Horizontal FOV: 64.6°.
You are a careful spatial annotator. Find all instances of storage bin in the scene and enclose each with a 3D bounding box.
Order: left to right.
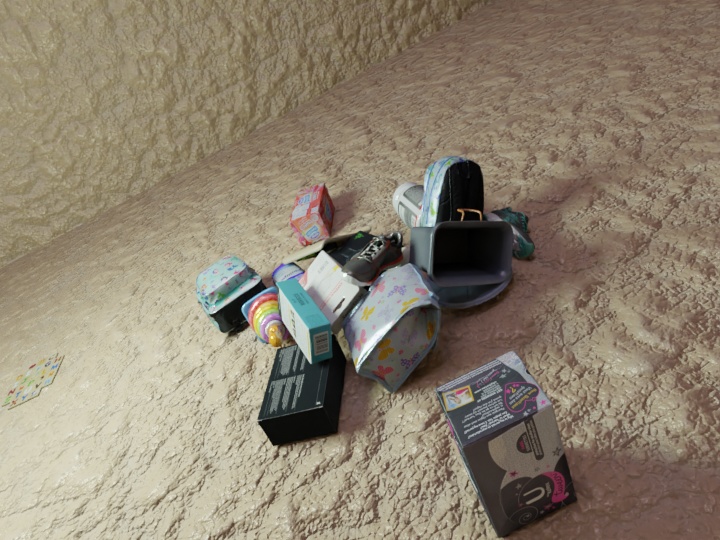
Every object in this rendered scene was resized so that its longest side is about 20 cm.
[{"bbox_3d":[0.197,-0.054,1.185,0.195,0.150,0.134,-3,11,-26],"label":"storage bin"}]

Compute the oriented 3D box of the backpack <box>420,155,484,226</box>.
[{"bbox_3d":[0.215,-0.164,1.331,0.159,0.205,0.154,-5,29,-19],"label":"backpack"}]

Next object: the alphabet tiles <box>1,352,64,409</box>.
[{"bbox_3d":[-0.972,0.324,1.694,0.163,0.006,0.201,-25,30,2],"label":"alphabet tiles"}]

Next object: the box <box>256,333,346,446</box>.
[{"bbox_3d":[-0.110,0.233,1.133,0.138,0.080,0.202,-17,31,16],"label":"box"}]

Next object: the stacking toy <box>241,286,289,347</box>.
[{"bbox_3d":[-0.197,0.125,1.289,0.108,0.118,0.200,-30,18,-5],"label":"stacking toy"}]

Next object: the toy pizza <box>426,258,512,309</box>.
[{"bbox_3d":[0.237,0.023,1.248,0.195,0.032,0.202,-18,31,11],"label":"toy pizza"}]

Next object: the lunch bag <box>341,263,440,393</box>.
[{"bbox_3d":[0.072,0.102,1.109,0.202,0.126,0.170,-53,26,13],"label":"lunch bag"}]

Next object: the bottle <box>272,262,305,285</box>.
[{"bbox_3d":[-0.164,0.041,1.477,0.082,0.066,0.199,-31,31,-14],"label":"bottle"}]

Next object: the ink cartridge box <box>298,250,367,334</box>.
[{"bbox_3d":[-0.060,0.054,1.234,0.117,0.067,0.200,-50,36,3],"label":"ink cartridge box"}]

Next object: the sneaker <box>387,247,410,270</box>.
[{"bbox_3d":[0.088,0.053,1.280,0.074,0.084,0.204,-4,58,61],"label":"sneaker"}]

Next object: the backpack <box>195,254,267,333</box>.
[{"bbox_3d":[-0.352,0.053,1.527,0.176,0.153,0.199,-35,27,-15],"label":"backpack"}]

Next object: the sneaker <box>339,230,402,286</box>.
[{"bbox_3d":[0.025,-0.035,1.192,0.076,0.084,0.199,25,34,24],"label":"sneaker"}]

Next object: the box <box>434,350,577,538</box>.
[{"bbox_3d":[0.201,0.239,0.776,0.129,0.203,0.115,-24,32,0],"label":"box"}]

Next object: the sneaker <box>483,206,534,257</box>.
[{"bbox_3d":[0.354,-0.100,1.311,0.089,0.079,0.201,-23,32,-5],"label":"sneaker"}]

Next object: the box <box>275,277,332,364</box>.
[{"bbox_3d":[-0.118,0.099,1.169,0.048,0.084,0.200,-13,31,-22],"label":"box"}]

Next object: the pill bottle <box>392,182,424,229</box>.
[{"bbox_3d":[0.162,-0.157,1.495,0.112,0.116,0.201,-27,30,-5],"label":"pill bottle"}]

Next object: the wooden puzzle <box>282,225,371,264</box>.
[{"bbox_3d":[-0.087,-0.063,1.523,0.198,0.038,0.183,-23,3,-44],"label":"wooden puzzle"}]

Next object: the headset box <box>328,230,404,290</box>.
[{"bbox_3d":[0.000,0.000,1.394,0.173,0.094,0.198,-37,32,-20],"label":"headset box"}]

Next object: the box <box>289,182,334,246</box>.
[{"bbox_3d":[-0.147,-0.175,1.766,0.100,0.096,0.202,-17,31,12],"label":"box"}]
